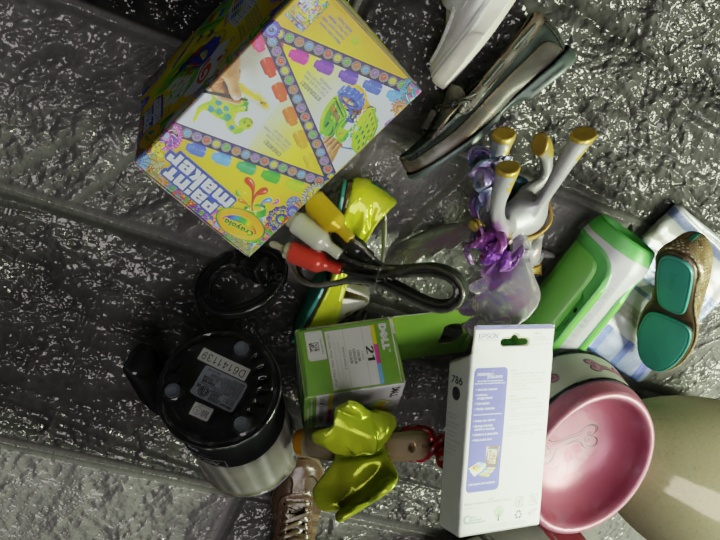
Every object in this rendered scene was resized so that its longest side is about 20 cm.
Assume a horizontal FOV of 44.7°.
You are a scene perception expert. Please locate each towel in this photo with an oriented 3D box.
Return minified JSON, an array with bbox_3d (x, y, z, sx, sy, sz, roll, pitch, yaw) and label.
[{"bbox_3d":[0.347,0.031,1.023,0.147,0.024,0.200,34,107,-24],"label":"towel"}]

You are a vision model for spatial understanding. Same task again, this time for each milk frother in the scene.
[{"bbox_3d":[-0.122,0.105,0.911,0.200,0.180,0.188,-44,160,-19],"label":"milk frother"}]

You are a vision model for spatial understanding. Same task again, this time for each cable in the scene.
[{"bbox_3d":[0.000,0.000,0.829,0.200,0.050,0.097,32,110,20],"label":"cable"}]

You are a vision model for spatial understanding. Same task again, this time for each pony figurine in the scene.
[{"bbox_3d":[0.140,-0.040,0.873,0.193,0.167,0.200,-25,140,-27],"label":"pony figurine"}]

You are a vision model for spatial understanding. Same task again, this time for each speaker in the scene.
[{"bbox_3d":[0.233,0.039,0.967,0.088,0.088,0.200,27,110,-23],"label":"speaker"}]

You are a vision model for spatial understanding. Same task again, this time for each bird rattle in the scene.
[{"bbox_3d":[0.024,0.170,0.887,0.200,0.163,0.113,-6,93,-41],"label":"bird rattle"}]

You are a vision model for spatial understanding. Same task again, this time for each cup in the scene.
[{"bbox_3d":[0.359,0.229,1.037,0.143,0.200,0.200,23,111,-16],"label":"cup"}]

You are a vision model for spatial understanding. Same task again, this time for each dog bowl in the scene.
[{"bbox_3d":[0.226,0.191,0.934,0.200,0.074,0.201,-9,111,-23],"label":"dog bowl"}]

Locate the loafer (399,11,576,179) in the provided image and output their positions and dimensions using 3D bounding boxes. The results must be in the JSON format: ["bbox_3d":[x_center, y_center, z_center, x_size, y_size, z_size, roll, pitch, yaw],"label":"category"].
[{"bbox_3d":[0.112,-0.170,0.848,0.200,0.072,0.063,-38,107,0],"label":"loafer"}]

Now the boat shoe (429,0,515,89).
[{"bbox_3d":[0.109,-0.263,0.796,0.068,0.072,0.200,34,121,4],"label":"boat shoe"}]

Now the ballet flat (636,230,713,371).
[{"bbox_3d":[0.354,0.035,0.970,0.065,0.070,0.200,-42,149,-28],"label":"ballet flat"}]

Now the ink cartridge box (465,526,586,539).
[{"bbox_3d":[0.190,0.414,1.140,0.200,0.083,0.147,-12,121,-18],"label":"ink cartridge box"}]

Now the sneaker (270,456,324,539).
[{"bbox_3d":[-0.075,0.313,1.056,0.070,0.076,0.200,1,118,-12],"label":"sneaker"}]

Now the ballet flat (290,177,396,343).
[{"bbox_3d":[-0.014,0.002,0.906,0.067,0.067,0.200,16,111,-9],"label":"ballet flat"}]

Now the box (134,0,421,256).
[{"bbox_3d":[-0.079,-0.154,0.734,0.193,0.200,0.122,-42,118,12],"label":"box"}]

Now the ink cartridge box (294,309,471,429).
[{"bbox_3d":[0.033,0.107,0.929,0.200,0.076,0.148,-7,156,-7],"label":"ink cartridge box"}]

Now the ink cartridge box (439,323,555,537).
[{"bbox_3d":[0.130,0.146,0.832,0.099,0.039,0.200,2,96,-29],"label":"ink cartridge box"}]
